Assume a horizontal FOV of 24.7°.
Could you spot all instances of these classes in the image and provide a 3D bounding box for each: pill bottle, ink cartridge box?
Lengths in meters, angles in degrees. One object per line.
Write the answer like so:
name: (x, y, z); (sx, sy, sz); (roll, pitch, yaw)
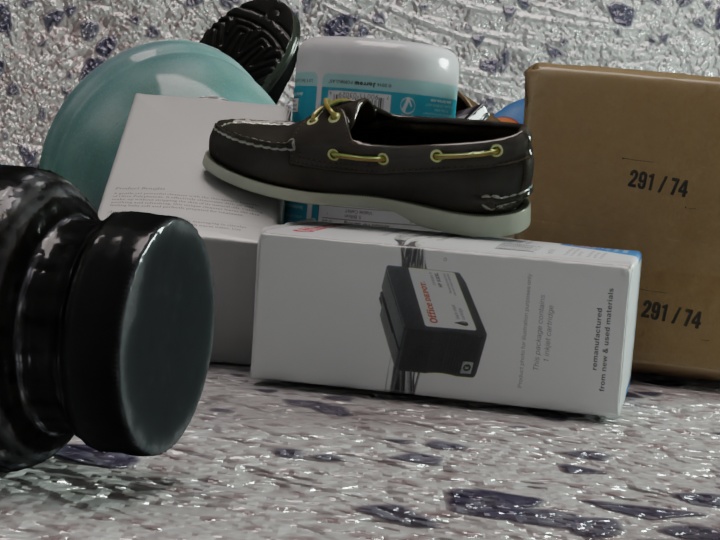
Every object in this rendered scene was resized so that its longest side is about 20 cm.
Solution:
pill bottle: (-0.161, 0.014, 0.608); (0.199, 0.113, 0.112); (5, 4, 17)
ink cartridge box: (0.052, 0.023, 0.920); (0.199, 0.084, 0.145); (6, 5, 11)
pill bottle: (0.004, -0.052, 1.102); (0.110, 0.201, 0.111); (5, 4, 0)

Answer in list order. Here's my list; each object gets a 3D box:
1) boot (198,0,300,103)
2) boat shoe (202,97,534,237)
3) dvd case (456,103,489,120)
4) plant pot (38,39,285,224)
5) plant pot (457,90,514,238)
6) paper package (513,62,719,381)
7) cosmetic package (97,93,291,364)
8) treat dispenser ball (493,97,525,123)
boot: (-0.101, -0.113, 1.389); (0.079, 0.212, 0.158); (33, -2, 27)
boat shoe: (0.004, -0.069, 0.944); (0.200, 0.061, 0.072); (11, 24, 18)
dvd case: (-0.005, -0.071, 1.335); (0.199, 0.016, 0.149); (-12, 26, 48)
plant pot: (-0.122, -0.055, 1.225); (0.199, 0.201, 0.134); (2, 23, -35)
plant pot: (0.110, -0.042, 1.428); (0.199, 0.188, 0.186); (19, -6, -37)
paper package: (0.196, -0.029, 1.049); (0.199, 0.192, 0.103); (5, 3, 7)
cosmetic package: (-0.101, -0.032, 1.011); (0.107, 0.085, 0.200); (5, 27, -1)
treat dispenser ball: (0.192, -0.073, 1.619); (0.199, 0.202, 0.201); (4, 4, 0)
